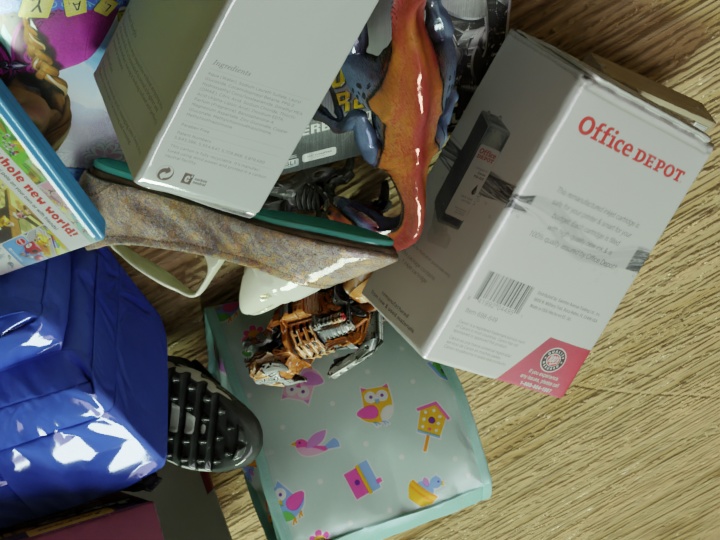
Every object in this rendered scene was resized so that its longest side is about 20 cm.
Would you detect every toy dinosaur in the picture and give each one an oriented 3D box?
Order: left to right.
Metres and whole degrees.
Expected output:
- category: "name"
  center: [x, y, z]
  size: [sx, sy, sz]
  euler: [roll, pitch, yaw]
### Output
- category: "toy dinosaur"
  center: [0.000, 0.000, 1.003]
  size: [0.199, 0.136, 0.102]
  euler: [-24, 142, -2]
- category: "toy dinosaur"
  center: [0.011, -0.086, 0.827]
  size: [0.104, 0.200, 0.182]
  euler: [-6, 109, 0]

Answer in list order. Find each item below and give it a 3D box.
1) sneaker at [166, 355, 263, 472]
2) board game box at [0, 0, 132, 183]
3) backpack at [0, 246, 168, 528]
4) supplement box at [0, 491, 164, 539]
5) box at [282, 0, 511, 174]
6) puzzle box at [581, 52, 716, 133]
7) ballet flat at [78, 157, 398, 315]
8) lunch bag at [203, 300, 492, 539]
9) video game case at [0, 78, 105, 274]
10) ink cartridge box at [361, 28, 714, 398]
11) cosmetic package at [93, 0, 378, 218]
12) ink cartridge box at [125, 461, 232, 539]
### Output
- category: "sneaker"
  center: [-0.127, 0.094, 1.033]
  size: [0.090, 0.199, 0.067]
  euler: [0, 98, -48]
- category: "board game box"
  center: [-0.226, -0.108, 0.822]
  size: [0.199, 0.041, 0.200]
  euler: [-8, 140, -22]
- category: "backpack"
  center: [-0.245, 0.070, 0.936]
  size: [0.199, 0.163, 0.168]
  euler: [-24, 123, 13]
- category: "supplement box"
  center: [-0.194, 0.204, 0.966]
  size: [0.110, 0.086, 0.200]
  euler: [-14, 178, -19]
- category: "box"
  center: [-0.006, -0.143, 0.902]
  size: [0.199, 0.048, 0.159]
  euler: [-15, 142, -14]
- category: "puzzle box"
  center: [0.149, -0.061, 1.048]
  size: [0.133, 0.025, 0.200]
  euler: [14, 128, -40]
- category: "ballet flat"
  center: [-0.077, -0.012, 0.864]
  size: [0.068, 0.199, 0.068]
  euler: [-22, 127, -76]
- category: "lunch bag"
  center: [-0.012, 0.112, 1.071]
  size: [0.170, 0.201, 0.122]
  euler: [-16, 149, -14]
- category: "video game case"
  center: [-0.266, -0.037, 0.814]
  size: [0.199, 0.018, 0.143]
  euler: [-18, 135, 12]
- category: "ink cartridge box"
  center: [0.115, -0.033, 0.929]
  size: [0.145, 0.085, 0.200]
  euler: [19, 108, -42]
- category: "cosmetic package"
  center: [-0.056, -0.144, 0.751]
  size: [0.081, 0.113, 0.200]
  euler: [15, 122, -34]
- category: "ink cartridge box"
  center: [-0.177, 0.252, 1.194]
  size: [0.144, 0.146, 0.200]
  euler: [-17, 143, -12]
